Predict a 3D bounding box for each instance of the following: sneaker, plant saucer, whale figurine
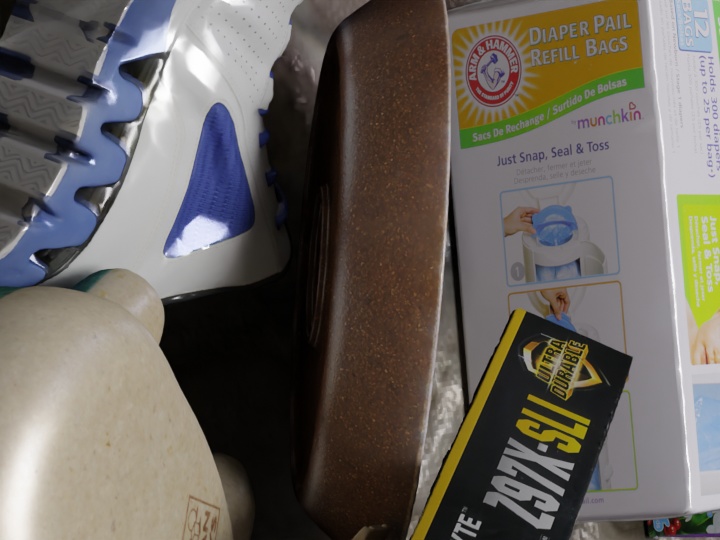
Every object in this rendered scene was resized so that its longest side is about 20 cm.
[{"bbox_3d":[-0.059,-0.059,0.899,0.200,0.080,0.115,-57,141,-9],"label":"sneaker"},{"bbox_3d":[0.000,0.000,0.924,0.034,0.200,0.202,3,79,-6],"label":"plant saucer"},{"bbox_3d":[-0.098,0.077,0.842,0.200,0.103,0.160,30,66,-67],"label":"whale figurine"}]

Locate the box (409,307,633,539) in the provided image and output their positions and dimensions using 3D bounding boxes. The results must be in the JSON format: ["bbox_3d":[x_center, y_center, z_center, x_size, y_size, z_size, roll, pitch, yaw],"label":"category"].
[{"bbox_3d":[0.026,0.125,0.883,0.200,0.049,0.160,-59,171,-61],"label":"box"}]

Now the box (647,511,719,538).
[{"bbox_3d":[0.174,0.006,1.134,0.039,0.136,0.202,-2,87,-50],"label":"box"}]

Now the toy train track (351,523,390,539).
[{"bbox_3d":[-0.044,0.122,0.823,0.115,0.032,0.200,-64,164,5],"label":"toy train track"}]

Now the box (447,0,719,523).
[{"bbox_3d":[0.108,-0.007,1.083,0.112,0.101,0.202,-2,86,-50],"label":"box"}]
